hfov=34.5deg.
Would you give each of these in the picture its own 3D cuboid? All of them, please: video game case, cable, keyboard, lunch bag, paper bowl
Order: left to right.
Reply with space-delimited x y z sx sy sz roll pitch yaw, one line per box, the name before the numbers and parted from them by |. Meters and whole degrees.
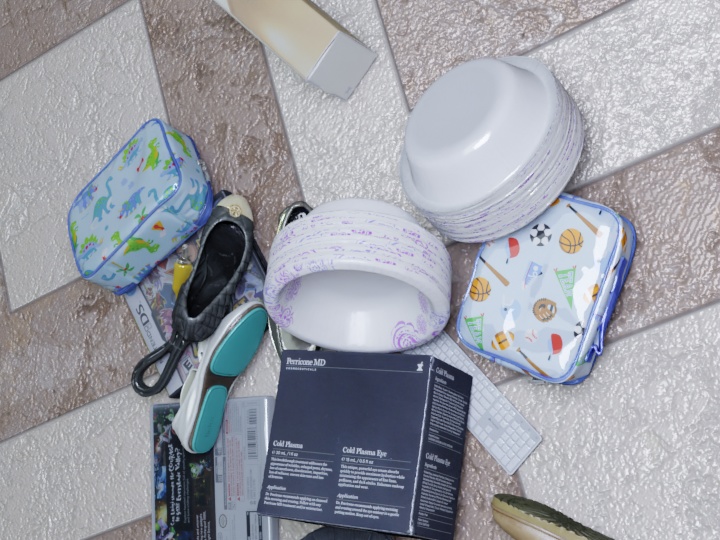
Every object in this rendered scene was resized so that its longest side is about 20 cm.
lunch bag | -0.281 -0.084 1.473 0.200 0.082 0.162 -42 48 16
cable | -0.213 0.074 1.435 0.096 0.050 0.202 27 108 12
video game case | -0.202 0.031 1.459 0.199 0.025 0.182 -37 67 20
video game case | -0.181 0.260 1.418 0.179 0.023 0.204 -7 80 27
paper bowl | 0.000 0.000 1.242 0.198 0.201 0.106 -10 55 27
keyboard | 0.117 0.132 1.277 0.056 0.011 0.200 -49 64 14
paper bowl | 0.125 -0.139 1.213 0.199 0.104 0.203 -26 44 28
lunch bag | 0.197 0.019 1.214 0.158 0.075 0.203 20 92 27

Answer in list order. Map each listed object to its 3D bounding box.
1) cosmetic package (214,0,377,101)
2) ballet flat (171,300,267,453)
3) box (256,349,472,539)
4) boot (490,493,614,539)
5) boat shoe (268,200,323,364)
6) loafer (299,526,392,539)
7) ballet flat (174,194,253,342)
cosmetic package | -0.084 -0.297 1.395 0.200 0.105 0.071 43 103 25
ballet flat | -0.178 0.119 1.390 0.069 0.069 0.203 28 99 29
box | 0.006 0.188 1.259 0.197 0.104 0.185 1 75 32
boot | 0.181 0.352 1.182 0.173 0.066 0.203 22 95 30
boat shoe | -0.074 0.020 1.359 0.071 0.060 0.205 1 82 -1
loafer | -0.046 0.339 1.319 0.197 0.063 0.073 -17 47 17
ballet flat | -0.167 -0.007 1.372 0.065 0.057 0.203 18 61 -6
